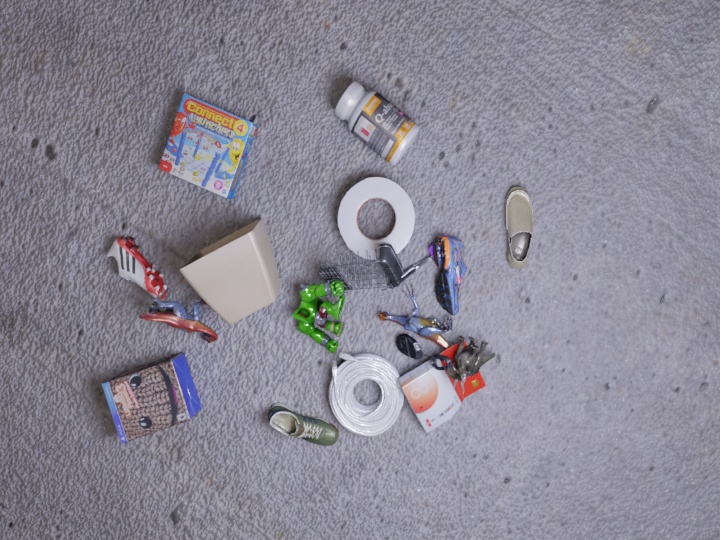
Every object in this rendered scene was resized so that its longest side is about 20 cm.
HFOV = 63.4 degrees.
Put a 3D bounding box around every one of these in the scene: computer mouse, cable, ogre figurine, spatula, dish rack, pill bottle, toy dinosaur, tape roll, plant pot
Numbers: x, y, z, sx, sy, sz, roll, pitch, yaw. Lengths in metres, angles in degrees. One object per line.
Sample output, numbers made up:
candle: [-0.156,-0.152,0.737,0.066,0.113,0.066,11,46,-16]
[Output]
computer mouse: [0.158,0.199,1.439,0.033,0.198,0.060,-24,115,-30]
cable: [0.014,0.316,1.496,0.193,0.069,0.207,8,94,1]
ogre figurine: [-0.102,0.106,1.469,0.116,0.203,0.100,15,51,12]
spatula: [0.153,-0.014,1.492,0.197,0.021,0.057,-35,108,7]
dish rack: [0.000,0.000,1.440,0.193,0.154,0.056,-6,60,17]
pill bottle: [0.039,-0.364,1.432,0.198,0.116,0.118,38,94,0]
toy dinosaur: [0.266,0.220,1.427,0.076,0.198,0.105,24,103,28]
toy dinosaur: [0.138,0.146,1.474,0.176,0.105,0.207,-7,104,22]
tape roll: [0.041,-0.130,1.471,0.193,0.066,0.208,0,93,2]
plant pot: [-0.299,0.009,1.443,0.195,0.200,0.181,-26,104,4]
toy dinosaur: [-0.447,0.137,1.464,0.180,0.201,0.105,40,121,-9]

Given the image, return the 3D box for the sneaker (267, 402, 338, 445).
sneaker: [-0.151,0.408,1.498,0.195,0.090,0.069,23,93,1]

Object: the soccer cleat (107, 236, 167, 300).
soccer cleat: [-0.580,0.005,1.513,0.085,0.069,0.202,-39,88,13]

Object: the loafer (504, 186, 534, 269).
loafer: [0.400,-0.106,1.452,0.073,0.068,0.208,-3,93,3]

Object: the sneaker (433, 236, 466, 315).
sneaker: [0.235,0.013,1.466,0.076,0.075,0.207,-9,104,-22]

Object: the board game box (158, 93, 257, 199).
board game box: [-0.388,-0.314,1.486,0.195,0.056,0.201,22,94,1]

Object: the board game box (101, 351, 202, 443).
board game box: [-0.537,0.327,1.510,0.194,0.097,0.164,-19,92,3]

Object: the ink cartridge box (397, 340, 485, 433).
ink cartridge box: [0.212,0.295,1.465,0.196,0.050,0.165,-29,114,3]
